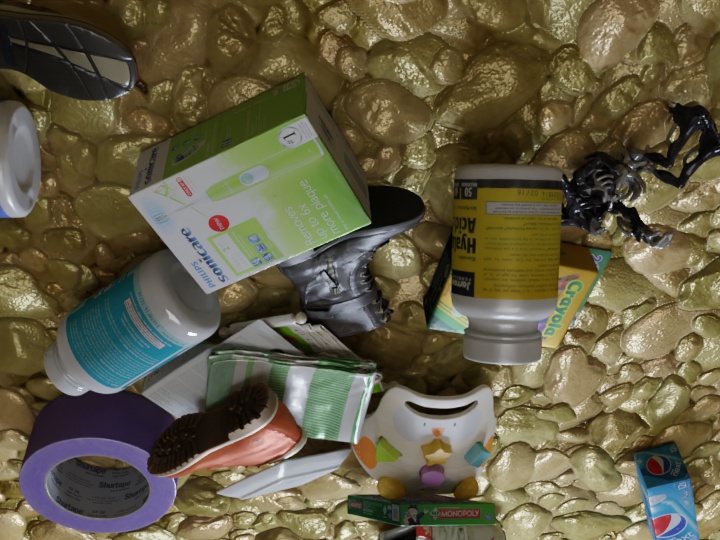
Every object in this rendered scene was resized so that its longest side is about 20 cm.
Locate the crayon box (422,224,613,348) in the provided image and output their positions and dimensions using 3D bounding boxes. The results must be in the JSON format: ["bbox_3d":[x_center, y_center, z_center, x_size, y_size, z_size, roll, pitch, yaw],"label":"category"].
[{"bbox_3d":[0.188,0.023,1.036,0.200,0.052,0.126,9,128,-12],"label":"crayon box"}]

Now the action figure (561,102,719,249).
[{"bbox_3d":[0.287,-0.086,0.923,0.200,0.102,0.119,-35,135,20],"label":"action figure"}]

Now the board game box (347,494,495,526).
[{"bbox_3d":[0.077,0.324,1.201,0.134,0.029,0.200,4,169,-20],"label":"board game box"}]

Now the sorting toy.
[{"bbox_3d":[0.092,0.203,1.132,0.200,0.107,0.180,1,135,-5],"label":"sorting toy"}]

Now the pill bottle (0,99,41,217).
[{"bbox_3d":[-0.422,-0.106,0.845,0.200,0.114,0.114,-1,129,-3],"label":"pill bottle"}]

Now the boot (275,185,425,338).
[{"bbox_3d":[0.000,0.000,1.004,0.200,0.069,0.174,-17,134,14],"label":"boot"}]

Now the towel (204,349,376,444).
[{"bbox_3d":[-0.089,0.157,1.078,0.200,0.023,0.153,5,132,-7],"label":"towel"}]

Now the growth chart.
[{"bbox_3d":[-0.066,0.110,1.087,0.145,0.018,0.200,-19,135,35],"label":"growth chart"}]

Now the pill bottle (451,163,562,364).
[{"bbox_3d":[0.150,-0.008,0.913,0.111,0.111,0.200,0,94,-4],"label":"pill bottle"}]

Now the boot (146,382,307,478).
[{"bbox_3d":[-0.163,0.216,1.074,0.200,0.075,0.107,-25,133,20],"label":"boot"}]

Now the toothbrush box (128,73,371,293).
[{"bbox_3d":[-0.109,-0.085,0.904,0.200,0.086,0.146,-21,127,15],"label":"toothbrush box"}]

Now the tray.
[{"bbox_3d":[-0.092,0.270,1.162,0.107,0.022,0.200,-29,163,19],"label":"tray"}]

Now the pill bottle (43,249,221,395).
[{"bbox_3d":[-0.265,0.068,1.001,0.200,0.111,0.111,-31,125,19],"label":"pill bottle"}]

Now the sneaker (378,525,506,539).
[{"bbox_3d":[0.120,0.414,1.338,0.199,0.070,0.093,-10,135,8],"label":"sneaker"}]

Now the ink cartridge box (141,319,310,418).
[{"bbox_3d":[-0.146,0.137,1.104,0.200,0.057,0.163,-35,124,20],"label":"ink cartridge box"}]

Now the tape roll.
[{"bbox_3d":[-0.340,0.254,1.167,0.200,0.085,0.200,-2,129,-3],"label":"tape roll"}]

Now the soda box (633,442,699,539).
[{"bbox_3d":[0.456,0.346,1.310,0.064,0.068,0.200,-17,129,9],"label":"soda box"}]

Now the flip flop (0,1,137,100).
[{"bbox_3d":[-0.299,-0.212,0.810,0.200,0.058,0.081,12,134,6],"label":"flip flop"}]
